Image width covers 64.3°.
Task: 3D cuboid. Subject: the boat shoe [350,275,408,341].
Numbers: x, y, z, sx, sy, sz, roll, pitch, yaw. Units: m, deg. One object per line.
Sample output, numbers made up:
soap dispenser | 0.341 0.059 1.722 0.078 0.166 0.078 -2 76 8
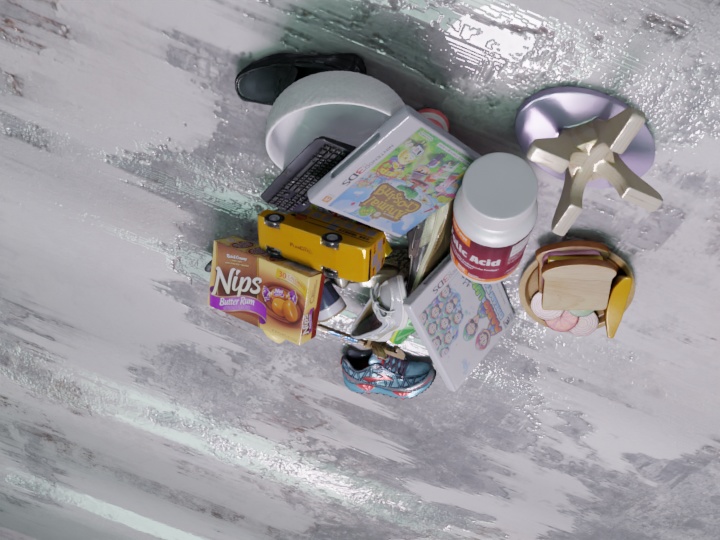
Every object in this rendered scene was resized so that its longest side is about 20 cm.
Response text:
boat shoe | 0.033 0.071 0.964 0.064 0.076 0.202 -6 158 -16

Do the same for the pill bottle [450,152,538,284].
pill bottle | 0.184 -0.068 0.803 0.112 0.116 0.201 6 158 10

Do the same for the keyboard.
keyboard | -0.052 -0.122 0.813 0.125 0.021 0.199 10 158 -30

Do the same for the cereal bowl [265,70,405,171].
cereal bowl | -0.028 -0.196 0.761 0.196 0.085 0.201 -2 160 -1

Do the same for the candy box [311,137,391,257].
candy box | -0.032 -0.105 0.909 0.101 0.026 0.203 -11 112 37

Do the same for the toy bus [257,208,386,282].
toy bus | -0.064 -0.047 0.895 0.197 0.078 0.066 19 129 22

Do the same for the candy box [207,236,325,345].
candy box | -0.157 0.029 0.942 0.197 0.056 0.119 20 110 23

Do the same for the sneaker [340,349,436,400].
sneaker | 0.050 0.195 1.134 0.196 0.080 0.097 -4 125 18

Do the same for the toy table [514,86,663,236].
toy table | 0.301 -0.150 0.761 0.196 0.118 0.186 12 131 4

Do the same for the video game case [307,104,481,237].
video game case | 0.057 -0.122 0.778 0.181 0.022 0.198 -35 148 31

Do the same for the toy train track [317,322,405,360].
toy train track | -0.004 0.119 1.076 0.197 0.115 0.033 20 97 -12

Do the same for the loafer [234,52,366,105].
loafer | -0.090 -0.265 0.802 0.197 0.071 0.069 -1 126 15

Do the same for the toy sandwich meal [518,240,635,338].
toy sandwich meal | 0.352 0.040 0.931 0.201 0.071 0.208 8 130 9

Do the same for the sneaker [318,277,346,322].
sneaker | -0.100 0.033 1.024 0.110 0.070 0.199 58 155 -11

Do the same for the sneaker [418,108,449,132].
sneaker | 0.057 -0.143 0.851 0.073 0.087 0.201 27 131 -8

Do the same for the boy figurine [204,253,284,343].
boy figurine | -0.193 0.041 1.036 0.200 0.064 0.125 45 128 7

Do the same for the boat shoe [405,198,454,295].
boat shoe | 0.106 -0.054 0.914 0.065 0.071 0.204 30 119 27

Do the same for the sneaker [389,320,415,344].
sneaker | 0.115 0.077 1.023 0.083 0.075 0.201 32 129 -7

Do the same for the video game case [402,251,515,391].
video game case | 0.170 0.068 0.946 0.024 0.182 0.202 17 144 51

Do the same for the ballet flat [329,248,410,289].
ballet flat | 0.000 0.000 0.990 0.196 0.076 0.069 -2 130 17
